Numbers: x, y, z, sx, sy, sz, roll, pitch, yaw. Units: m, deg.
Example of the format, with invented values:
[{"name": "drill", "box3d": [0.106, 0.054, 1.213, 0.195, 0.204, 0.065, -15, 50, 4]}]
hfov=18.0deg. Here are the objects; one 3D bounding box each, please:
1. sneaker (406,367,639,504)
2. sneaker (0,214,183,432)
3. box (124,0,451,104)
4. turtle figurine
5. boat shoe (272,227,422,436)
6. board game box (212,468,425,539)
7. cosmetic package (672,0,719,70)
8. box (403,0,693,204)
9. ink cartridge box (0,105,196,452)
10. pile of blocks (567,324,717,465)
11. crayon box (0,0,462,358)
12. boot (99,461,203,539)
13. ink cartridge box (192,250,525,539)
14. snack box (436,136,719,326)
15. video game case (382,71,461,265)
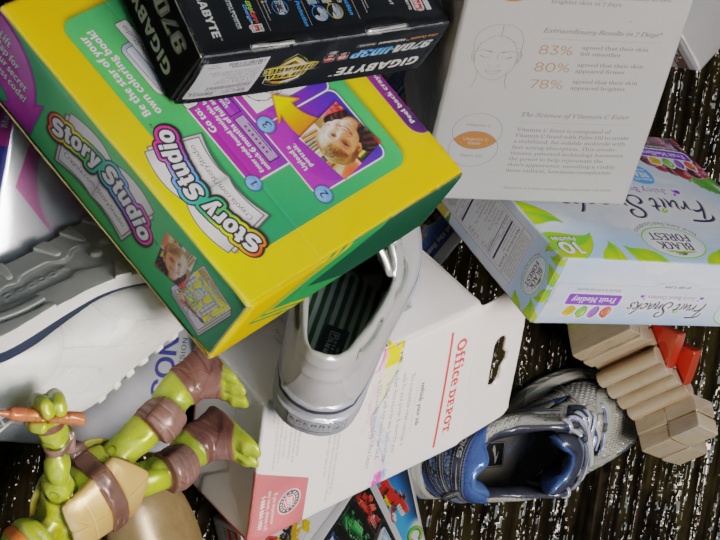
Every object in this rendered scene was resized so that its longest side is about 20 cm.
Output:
[{"name": "sneaker", "box3d": [0.119, 0.115, 1.439, 0.200, 0.085, 0.077, -13, 107, -36]}, {"name": "sneaker", "box3d": [-0.134, 0.023, 1.197, 0.200, 0.076, 0.081, -23, 125, -26]}, {"name": "box", "box3d": [-0.063, -0.191, 1.194, 0.159, 0.046, 0.200, -12, 68, -35]}, {"name": "turtle figurine", "box3d": [-0.130, 0.120, 1.193, 0.161, 0.064, 0.200, -35, 126, -26]}, {"name": "boat shoe", "box3d": [0.000, 0.000, 1.253, 0.073, 0.200, 0.067, 13, 136, -4]}, {"name": "board game box", "box3d": [-0.011, 0.216, 1.393, 0.126, 0.035, 0.200, -24, 113, -31]}, {"name": "cosmetic package", "box3d": [0.227, -0.231, 1.452, 0.200, 0.090, 0.107, -44, 122, -19]}, {"name": "box", "box3d": [0.102, -0.139, 1.248, 0.124, 0.098, 0.200, 2, 139, -10]}, {"name": "ink cartridge box", "box3d": [-0.170, -0.004, 1.224, 0.200, 0.043, 0.197, 7, 96, -39]}, {"name": "pile of blocks", "box3d": [0.176, 0.035, 1.450, 0.200, 0.062, 0.082, 52, 34, -18]}, {"name": "crayon box", "box3d": [-0.073, -0.078, 1.185, 0.173, 0.058, 0.200, -32, 78, -39]}, {"name": "boot", "box3d": [-0.061, 0.205, 1.247, 0.066, 0.200, 0.175, -27, 115, -32]}, {"name": "ink cartridge box", "box3d": [0.001, 0.064, 1.326, 0.200, 0.067, 0.117, -22, 139, -32]}, {"name": "snack box", "box3d": [0.149, -0.028, 1.373, 0.200, 0.142, 0.053, 2, 128, -38]}, {"name": "video game case", "box3d": [0.020, -0.103, 1.362, 0.143, 0.018, 0.200, -51, 124, -18]}]
